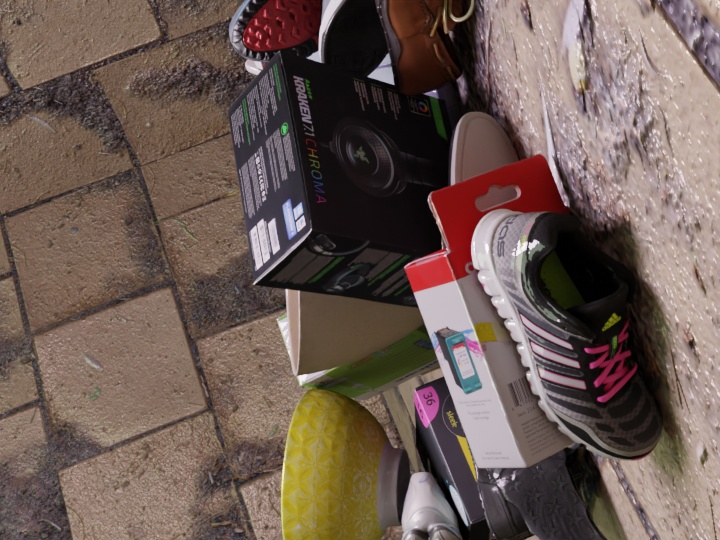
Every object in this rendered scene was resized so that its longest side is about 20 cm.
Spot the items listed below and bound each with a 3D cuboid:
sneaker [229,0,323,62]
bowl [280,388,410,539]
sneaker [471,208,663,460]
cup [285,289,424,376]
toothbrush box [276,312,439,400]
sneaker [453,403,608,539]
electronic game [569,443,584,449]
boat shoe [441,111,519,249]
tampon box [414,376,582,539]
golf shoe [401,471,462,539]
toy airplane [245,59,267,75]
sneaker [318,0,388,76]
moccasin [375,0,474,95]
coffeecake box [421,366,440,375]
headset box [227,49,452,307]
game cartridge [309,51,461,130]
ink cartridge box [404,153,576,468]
[{"bbox_3d":[-0.056,-0.259,1.026,0.095,0.200,0.080,2,130,54],"label":"sneaker"},{"bbox_3d":[-0.006,0.227,1.139,0.200,0.106,0.203,0,-90,-76],"label":"bowl"},{"bbox_3d":[0.152,0.043,0.715,0.201,0.073,0.087,59,154,-6],"label":"sneaker"},{"bbox_3d":[0.000,0.000,1.057,0.200,0.141,0.203,178,90,-82],"label":"cup"},{"bbox_3d":[0.016,0.076,1.230,0.200,0.145,0.087,29,-144,-64],"label":"toothbrush box"},{"bbox_3d":[0.157,0.175,1.006,0.060,0.103,0.202,38,-144,-67],"label":"sneaker"},{"bbox_3d":[0.154,0.060,0.940,0.200,0.041,0.202,159,90,-85],"label":"electronic game"},{"bbox_3d":[0.097,-0.025,0.863,0.060,0.073,0.203,-21,78,59],"label":"boat shoe"},{"bbox_3d":[0.140,0.203,1.145,0.201,0.125,0.151,81,166,-63],"label":"tampon box"},{"bbox_3d":[0.081,0.287,1.133,0.201,0.077,0.098,84,180,-51],"label":"golf shoe"},{"bbox_3d":[-0.043,-0.273,1.186,0.200,0.139,0.202,-25,-60,-73],"label":"toy airplane"},{"bbox_3d":[-0.009,-0.280,0.952,0.121,0.083,0.201,-113,31,-45],"label":"sneaker"},{"bbox_3d":[0.051,-0.215,0.857,0.202,0.077,0.074,71,-169,-55],"label":"moccasin"},{"bbox_3d":[0.076,0.021,1.414,0.154,0.072,0.202,86,163,-74],"label":"coffeecake box"},{"bbox_3d":[0.001,-0.071,0.922,0.093,0.198,0.176,-37,53,42],"label":"headset box"},{"bbox_3d":[0.003,-0.185,1.051,0.199,0.038,0.131,-1,110,46],"label":"game cartridge"},{"bbox_3d":[0.112,0.029,0.786,0.067,0.115,0.202,-19,91,62],"label":"ink cartridge box"}]
